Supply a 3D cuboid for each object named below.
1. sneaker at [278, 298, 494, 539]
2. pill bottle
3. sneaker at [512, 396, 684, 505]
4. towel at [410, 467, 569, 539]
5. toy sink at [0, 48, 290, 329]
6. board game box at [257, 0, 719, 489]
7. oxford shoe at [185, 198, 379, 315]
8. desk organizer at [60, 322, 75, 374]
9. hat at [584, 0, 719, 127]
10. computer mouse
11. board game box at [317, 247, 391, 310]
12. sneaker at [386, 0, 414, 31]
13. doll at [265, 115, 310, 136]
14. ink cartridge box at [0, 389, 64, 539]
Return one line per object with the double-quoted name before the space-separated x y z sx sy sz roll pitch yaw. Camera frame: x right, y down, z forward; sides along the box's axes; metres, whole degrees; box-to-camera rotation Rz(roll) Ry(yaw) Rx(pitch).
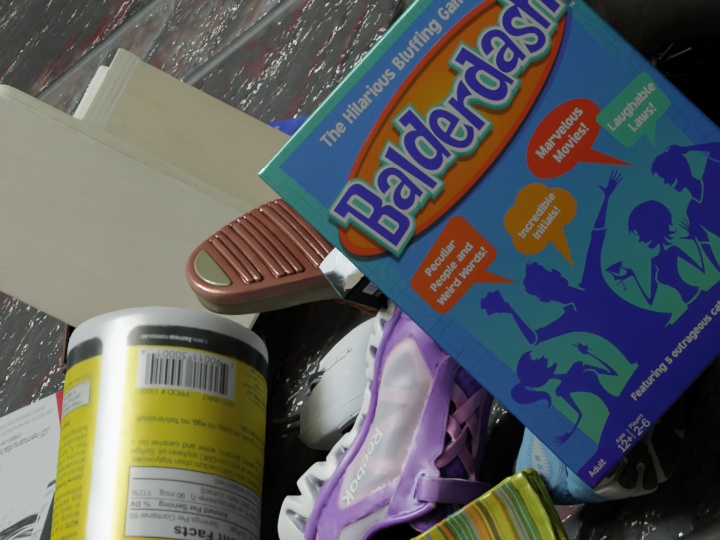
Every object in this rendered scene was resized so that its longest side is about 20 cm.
"sneaker" 0.036 0.086 1.058 0.201 0.080 0.089 -64 35 18
"pill bottle" -0.110 0.131 1.155 0.114 0.114 0.201 -21 58 42
"sneaker" 0.110 0.027 1.038 0.090 0.078 0.201 -30 32 44
"towel" 0.022 0.177 1.010 0.200 0.018 0.086 -35 67 27
"toy sink" -0.140 -0.043 1.284 0.131 0.199 0.112 -60 8 33
"board game box" 0.078 -0.029 0.927 0.152 0.200 0.045 -48 0 2
"oxford shoe" 0.000 0.000 1.134 0.071 0.199 0.074 52 145 43
"desk organizer" -0.143 0.005 1.415 0.072 0.077 0.200 -37 32 24
"hat" 0.166 -0.054 0.988 0.201 0.200 0.081 -51 -1 1
"computer mouse" -0.009 0.060 1.199 0.199 0.044 0.110 -23 38 40
"board game box" 0.084 -0.053 1.065 0.200 0.135 0.028 -47 61 15
"sneaker" 0.077 -0.156 1.303 0.200 0.066 0.091 5 64 61
"doll" -0.026 -0.060 1.352 0.200 0.048 0.137 -3 65 54
"ink cartridge box" -0.177 0.172 1.268 0.144 0.084 0.201 -24 40 38
